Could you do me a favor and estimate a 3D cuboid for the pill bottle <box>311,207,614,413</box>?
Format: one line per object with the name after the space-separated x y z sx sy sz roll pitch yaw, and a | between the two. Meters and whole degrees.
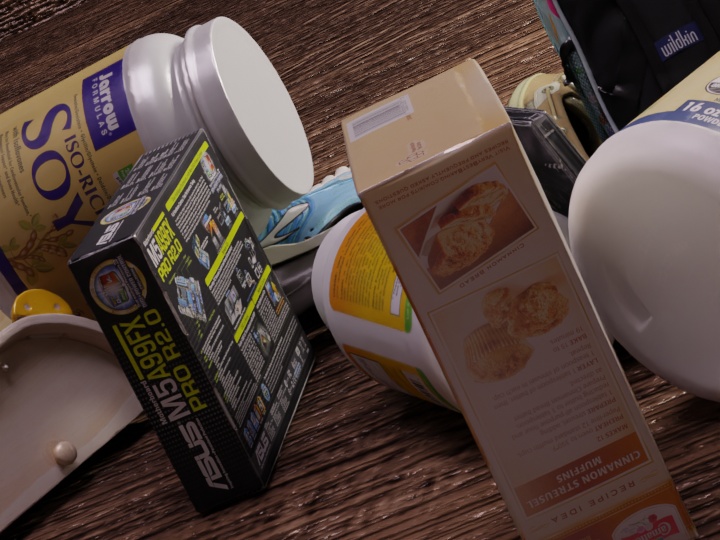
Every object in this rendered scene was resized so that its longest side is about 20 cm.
0.046 0.014 1.456 0.111 0.111 0.200 -30 15 -16 | pill bottle

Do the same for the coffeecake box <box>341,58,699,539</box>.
0.067 0.023 1.211 0.073 0.201 0.154 -25 14 3 | coffeecake box

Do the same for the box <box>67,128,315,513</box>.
-0.091 0.024 1.559 0.044 0.161 0.200 -23 16 15 | box

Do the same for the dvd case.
0.095 -0.030 1.451 0.016 0.149 0.200 -44 18 -11 | dvd case

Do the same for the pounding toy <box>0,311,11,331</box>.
-0.351 0.039 2.068 0.199 0.143 0.184 -10 19 17 | pounding toy

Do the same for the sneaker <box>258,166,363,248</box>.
-0.046 -0.009 1.768 0.199 0.079 0.090 -29 19 -7 | sneaker

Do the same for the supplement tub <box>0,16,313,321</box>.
-0.145 -0.059 1.722 0.199 0.146 0.145 -27 14 17 | supplement tub

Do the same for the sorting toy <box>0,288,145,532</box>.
-0.243 0.115 1.690 0.180 0.107 0.200 -39 1 46 | sorting toy

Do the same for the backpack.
0.194 -0.160 1.635 0.177 0.201 0.151 -28 -5 -3 | backpack

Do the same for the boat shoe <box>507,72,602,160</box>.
0.130 -0.073 1.686 0.063 0.073 0.201 -25 18 18 | boat shoe

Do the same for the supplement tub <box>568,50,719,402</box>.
0.208 -0.043 1.307 0.144 0.145 0.200 -9 23 49 | supplement tub

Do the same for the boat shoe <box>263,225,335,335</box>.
0.000 0.000 1.695 0.200 0.061 0.072 -22 -12 8 | boat shoe
